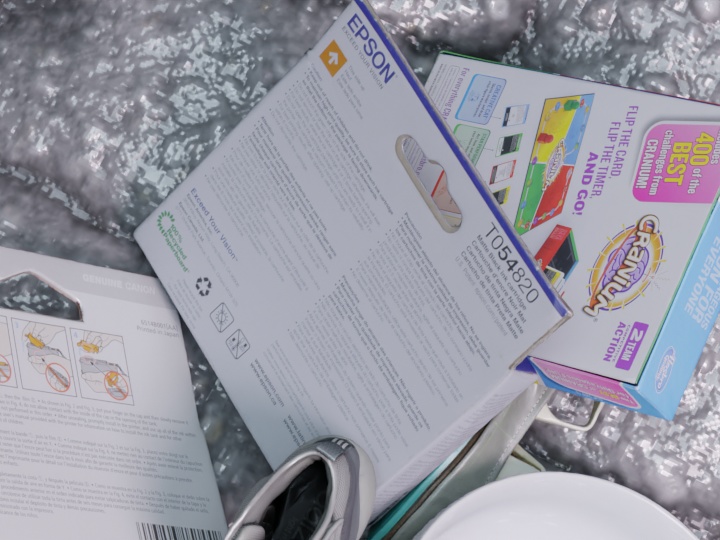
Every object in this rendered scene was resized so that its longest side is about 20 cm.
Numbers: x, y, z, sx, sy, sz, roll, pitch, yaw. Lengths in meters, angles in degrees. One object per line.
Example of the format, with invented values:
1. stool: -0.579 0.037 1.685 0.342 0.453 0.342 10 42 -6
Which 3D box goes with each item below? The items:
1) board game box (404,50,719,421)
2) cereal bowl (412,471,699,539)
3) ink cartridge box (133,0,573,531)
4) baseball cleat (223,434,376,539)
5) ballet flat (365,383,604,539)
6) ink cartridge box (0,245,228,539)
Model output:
1. board game box: 0.094 -0.021 1.401 0.200 0.040 0.153 15 74 39
2. cereal bowl: 0.091 0.203 1.375 0.200 0.083 0.200 9 64 -19
3. ink cartridge box: 0.000 0.000 1.384 0.200 0.041 0.200 -44 68 33
4. baseball cleat: -0.060 0.167 1.333 0.070 0.106 0.200 24 93 13
5. ballet flat: 0.081 0.078 1.427 0.064 0.067 0.200 35 81 -4
6. ink cartridge box: -0.159 0.077 1.373 0.045 0.200 0.176 -34 59 35
